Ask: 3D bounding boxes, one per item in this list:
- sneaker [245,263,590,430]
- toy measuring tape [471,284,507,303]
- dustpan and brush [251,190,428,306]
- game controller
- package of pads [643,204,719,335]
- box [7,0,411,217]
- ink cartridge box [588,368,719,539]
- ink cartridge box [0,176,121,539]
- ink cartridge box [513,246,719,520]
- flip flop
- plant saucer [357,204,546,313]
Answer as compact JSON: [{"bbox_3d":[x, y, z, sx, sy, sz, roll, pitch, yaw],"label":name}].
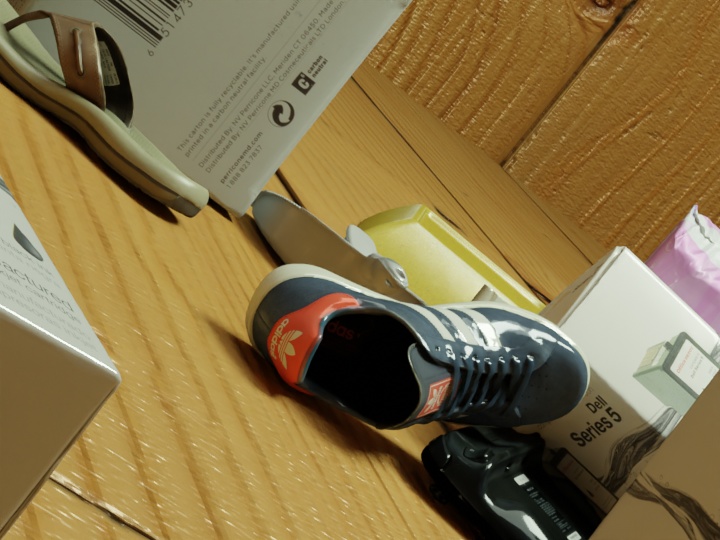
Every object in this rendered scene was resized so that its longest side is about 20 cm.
[{"bbox_3d":[0.039,0.056,1.131,0.199,0.075,0.085,11,19,-22],"label":"sneaker"},{"bbox_3d":[0.160,0.080,1.606,0.200,0.074,0.074,41,6,-33],"label":"toy measuring tape"},{"bbox_3d":[0.000,0.000,1.383,0.139,0.057,0.200,38,9,-13],"label":"dustpan and brush"},{"bbox_3d":[0.089,0.130,1.207,0.105,0.042,0.200,56,11,9],"label":"game controller"},{"bbox_3d":[0.198,0.069,1.397,0.120,0.200,0.076,40,31,4],"label":"package of pads"},{"bbox_3d":[-0.101,-0.181,1.410,0.200,0.199,0.131,36,9,-21],"label":"box"},{"bbox_3d":[0.212,0.138,1.115,0.146,0.200,0.084,33,7,-39],"label":"ink cartridge box"},{"bbox_3d":[-0.173,-0.018,0.631,0.145,0.084,0.200,33,11,-37],"label":"ink cartridge box"},{"bbox_3d":[0.178,0.101,1.295,0.200,0.084,0.146,43,-29,1],"label":"ink cartridge box"},{"bbox_3d":[-0.159,-0.111,1.280,0.200,0.058,0.081,42,9,12],"label":"flip flop"},{"bbox_3d":[0.085,0.014,1.733,0.200,0.049,0.200,40,8,-1],"label":"plant saucer"}]
